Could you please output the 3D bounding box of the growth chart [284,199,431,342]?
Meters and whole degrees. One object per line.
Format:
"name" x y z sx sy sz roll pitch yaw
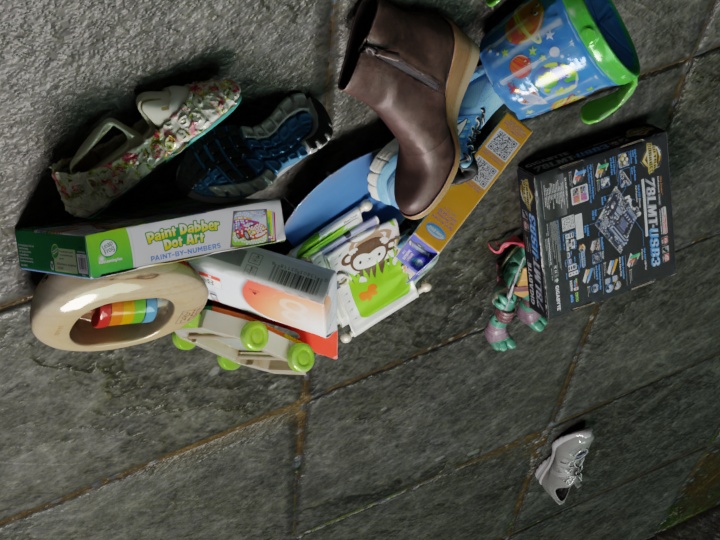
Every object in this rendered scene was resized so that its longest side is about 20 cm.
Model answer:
"growth chart" 0.000 0.000 1.710 0.144 0.018 0.200 -37 139 -2

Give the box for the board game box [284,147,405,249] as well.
"board game box" -0.014 -0.079 1.672 0.158 0.039 0.200 -37 155 1

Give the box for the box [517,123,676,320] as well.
"box" 0.297 -0.061 1.883 0.197 0.050 0.201 -20 117 -20

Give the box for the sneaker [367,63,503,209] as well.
"sneaker" 0.102 -0.132 1.602 0.200 0.090 0.078 -47 152 -9

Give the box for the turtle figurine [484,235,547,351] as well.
"turtle figurine" 0.224 0.017 1.997 0.149 0.101 0.201 -13 145 -18

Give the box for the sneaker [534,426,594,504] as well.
"sneaker" 0.387 0.353 2.751 0.074 0.082 0.201 -16 150 -24

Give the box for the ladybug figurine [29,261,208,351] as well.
"ladybug figurine" -0.252 0.024 1.569 0.199 0.072 0.136 -4 146 -35

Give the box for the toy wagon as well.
"toy wagon" -0.151 0.075 1.710 0.199 0.040 0.155 28 161 -35

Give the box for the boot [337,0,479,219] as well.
"boot" 0.032 -0.159 1.479 0.166 0.072 0.202 11 97 -46

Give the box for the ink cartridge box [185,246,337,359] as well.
"ink cartridge box" -0.107 0.045 1.677 0.201 0.161 0.050 92 18 -57

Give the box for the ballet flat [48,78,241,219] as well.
"ballet flat" -0.201 -0.123 1.386 0.200 0.076 0.064 -37 119 4

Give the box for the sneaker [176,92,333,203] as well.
"sneaker" -0.111 -0.102 1.464 0.200 0.075 0.087 -29 174 -47

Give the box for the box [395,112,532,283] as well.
"box" 0.106 -0.075 1.666 0.200 0.041 0.119 -50 179 -15

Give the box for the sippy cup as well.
"sippy cup" 0.196 -0.225 1.536 0.130 0.179 0.140 -29 -176 24

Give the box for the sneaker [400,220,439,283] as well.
"sneaker" 0.007 -0.003 1.777 0.200 0.074 0.118 -15 157 -45

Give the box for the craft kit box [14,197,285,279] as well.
"craft kit box" -0.202 -0.034 1.431 0.196 0.049 0.199 -9 -172 -31
